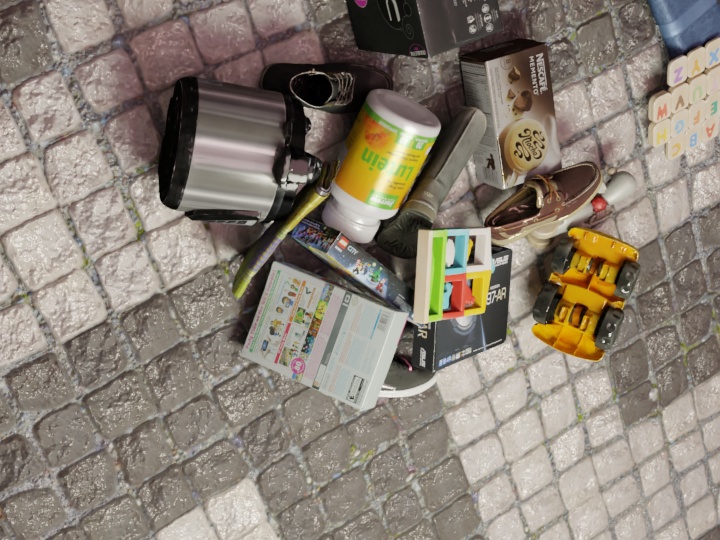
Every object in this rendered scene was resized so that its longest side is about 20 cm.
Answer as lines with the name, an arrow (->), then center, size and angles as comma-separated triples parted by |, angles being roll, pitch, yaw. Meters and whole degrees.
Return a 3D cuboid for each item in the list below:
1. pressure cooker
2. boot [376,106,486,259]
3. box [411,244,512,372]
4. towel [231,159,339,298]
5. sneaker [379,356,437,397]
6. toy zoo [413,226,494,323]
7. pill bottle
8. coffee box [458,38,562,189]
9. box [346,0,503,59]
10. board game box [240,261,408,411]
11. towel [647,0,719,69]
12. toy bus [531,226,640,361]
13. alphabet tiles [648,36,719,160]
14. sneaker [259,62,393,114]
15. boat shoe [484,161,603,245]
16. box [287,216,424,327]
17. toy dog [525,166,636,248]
pressure cooker -> -0.149, -0.150, 1.312 | 0.200, 0.176, 0.179 | 7, 144, -19
boot -> 0.106, -0.129, 1.518 | 0.072, 0.182, 0.200 | 28, 62, -10
box -> 0.160, 0.055, 1.584 | 0.200, 0.043, 0.161 | -14, 113, -47
towel -> -0.100, -0.060, 1.366 | 0.023, 0.144, 0.200 | 38, 110, -11
sneaker -> 0.035, 0.136, 1.566 | 0.200, 0.071, 0.099 | -1, 110, -23
toy zoo -> 0.143, 0.003, 1.485 | 0.200, 0.020, 0.132 | -4, 100, -53
pill bottle -> 0.022, -0.142, 1.435 | 0.111, 0.111, 0.200 | 12, 119, -30
coffee box -> 0.229, -0.239, 1.553 | 0.113, 0.080, 0.200 | -19, 113, -21
box -> 0.074, -0.376, 1.363 | 0.124, 0.200, 0.149 | -24, 114, -21
board game box -> -0.052, 0.090, 1.438 | 0.148, 0.200, 0.064 | -69, 160, 6
towel -> 0.528, -0.432, 1.672 | 0.112, 0.049, 0.200 | -39, 120, -9
toy bus -> 0.385, 0.025, 1.673 | 0.192, 0.136, 0.200 | -22, 132, -61
alphabet tiles -> 0.565, -0.286, 1.723 | 0.200, 0.015, 0.196 | -28, 132, -18
sneaker -> -0.028, -0.245, 1.402 | 0.200, 0.106, 0.075 | -5, 107, -27
boat shoe -> 0.275, -0.109, 1.549 | 0.200, 0.072, 0.072 | -27, 158, 6
box -> 0.000, 0.000, 1.470 | 0.200, 0.137, 0.038 | 38, 84, -31
toy dog -> 0.332, -0.116, 1.639 | 0.200, 0.132, 0.096 | -24, 76, -25
